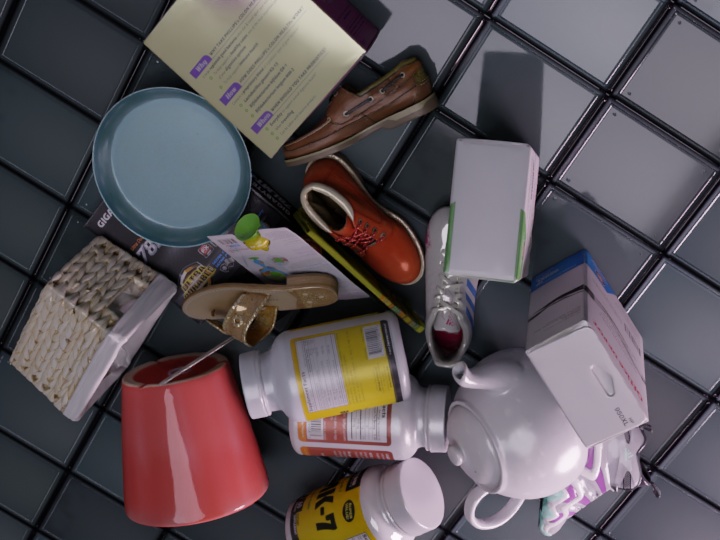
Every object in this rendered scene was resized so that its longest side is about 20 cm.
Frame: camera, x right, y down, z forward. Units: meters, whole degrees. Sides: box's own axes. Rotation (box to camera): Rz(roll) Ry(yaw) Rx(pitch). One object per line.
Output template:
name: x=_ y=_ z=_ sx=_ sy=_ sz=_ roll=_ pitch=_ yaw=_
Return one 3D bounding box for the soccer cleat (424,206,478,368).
soccer cleat: x=0.112 y=0.025 z=1.507 sx=0.069 sy=0.086 sz=0.202 roll=1 pitch=114 yaw=10

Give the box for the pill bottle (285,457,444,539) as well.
pill bottle: x=0.006 y=0.324 z=1.629 sx=0.199 sy=0.115 sz=0.115 roll=-28 pitch=106 yaw=31

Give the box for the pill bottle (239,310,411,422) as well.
pill bottle: x=-0.043 y=0.121 z=1.499 sx=0.198 sy=0.112 sz=0.113 roll=-11 pitch=112 yaw=1

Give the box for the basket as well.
basket: x=-0.344 y=0.071 z=1.569 sx=0.123 sy=0.136 sz=0.200 roll=39 pitch=133 yaw=-1

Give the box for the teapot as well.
teapot: x=0.172 y=0.202 z=1.504 sx=0.145 sy=0.197 sz=0.202 roll=-23 pitch=81 yaw=-20

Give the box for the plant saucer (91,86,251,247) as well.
plant saucer: x=-0.225 y=-0.126 z=1.487 sx=0.198 sy=0.027 sz=0.202 roll=3 pitch=114 yaw=7

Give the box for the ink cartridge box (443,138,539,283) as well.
ink cartridge box: x=0.150 y=-0.066 z=1.378 sx=0.083 sy=0.200 sz=0.147 roll=6 pitch=93 yaw=11

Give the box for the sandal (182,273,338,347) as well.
sandal: x=-0.128 y=0.058 z=1.508 sx=0.209 sy=0.070 sz=0.078 roll=-10 pitch=149 yaw=17

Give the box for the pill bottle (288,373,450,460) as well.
pill bottle: x=0.014 y=0.185 z=1.584 sx=0.197 sy=0.112 sz=0.113 roll=2 pitch=114 yaw=10

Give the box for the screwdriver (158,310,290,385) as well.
screwdriver: x=-0.173 y=0.088 z=1.558 sx=0.199 sy=0.028 sz=0.029 roll=-28 pitch=86 yaw=-22

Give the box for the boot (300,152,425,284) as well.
boot: x=0.000 y=-0.046 z=1.488 sx=0.075 sy=0.107 sz=0.200 roll=-39 pitch=104 yaw=21

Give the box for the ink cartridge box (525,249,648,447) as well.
ink cartridge box: x=0.265 y=0.088 z=1.442 sx=0.084 sy=0.200 sz=0.145 roll=-29 pitch=106 yaw=21

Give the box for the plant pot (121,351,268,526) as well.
plant pot: x=-0.226 y=0.212 z=1.609 sx=0.198 sy=0.200 sz=0.180 roll=-5 pitch=102 yaw=13

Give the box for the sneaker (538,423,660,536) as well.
sneaker: x=0.315 y=0.274 z=1.584 sx=0.138 sy=0.078 sz=0.202 roll=18 pitch=116 yaw=3

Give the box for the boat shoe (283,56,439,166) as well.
boat shoe: x=-0.009 y=-0.188 z=1.451 sx=0.198 sy=0.072 sz=0.069 roll=-24 pitch=104 yaw=9

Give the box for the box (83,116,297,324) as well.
box: x=-0.215 y=-0.066 z=1.552 sx=0.198 sy=0.050 sz=0.200 roll=40 pitch=114 yaw=-9

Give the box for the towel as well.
towel: x=0.000 y=0.000 z=1.497 sx=0.200 sy=0.086 sz=0.018 roll=42 pitch=93 yaw=-24

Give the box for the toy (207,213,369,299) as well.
toy: x=-0.082 y=-0.018 z=1.502 sx=0.114 sy=0.048 sz=0.200 roll=-6 pitch=156 yaw=30

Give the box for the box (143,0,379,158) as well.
box: x=-0.112 y=-0.268 z=1.414 sx=0.200 sy=0.097 sz=0.176 roll=41 pitch=115 yaw=-9
